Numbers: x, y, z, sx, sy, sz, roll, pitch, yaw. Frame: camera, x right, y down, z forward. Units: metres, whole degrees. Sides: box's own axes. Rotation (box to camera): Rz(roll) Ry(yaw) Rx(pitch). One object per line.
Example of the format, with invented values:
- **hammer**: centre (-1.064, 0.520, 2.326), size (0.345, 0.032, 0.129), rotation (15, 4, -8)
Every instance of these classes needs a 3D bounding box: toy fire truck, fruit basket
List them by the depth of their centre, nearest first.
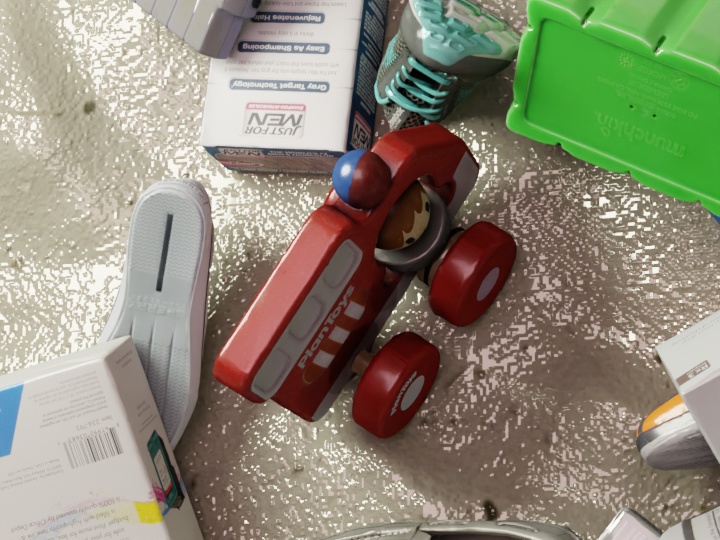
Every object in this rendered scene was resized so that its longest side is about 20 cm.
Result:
- **fruit basket**: centre (0.204, -0.143, 1.164), size (0.215, 0.156, 0.216), rotation (5, 39, -4)
- **toy fire truck**: centre (0.000, 0.000, 1.194), size (0.112, 0.168, 0.200), rotation (33, 87, 20)

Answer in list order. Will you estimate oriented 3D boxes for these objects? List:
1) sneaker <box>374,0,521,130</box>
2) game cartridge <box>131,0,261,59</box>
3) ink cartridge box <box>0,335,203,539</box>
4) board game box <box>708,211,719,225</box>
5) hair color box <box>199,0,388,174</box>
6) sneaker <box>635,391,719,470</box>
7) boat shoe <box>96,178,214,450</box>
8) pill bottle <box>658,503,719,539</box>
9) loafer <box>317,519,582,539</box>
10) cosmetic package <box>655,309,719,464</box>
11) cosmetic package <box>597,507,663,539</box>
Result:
- **sneaker**: centre (0.047, -0.121, 1.211), size (0.077, 0.200, 0.091), rotation (30, 99, 1)
- **game cartridge**: centre (-0.084, -0.247, 1.273), size (0.130, 0.038, 0.200), rotation (38, 110, 39)
- **ink cartridge box**: centre (-0.167, 0.155, 1.233), size (0.116, 0.067, 0.201), rotation (-17, 97, 11)
- **board game box**: centre (0.225, -0.141, 1.235), size (0.152, 0.045, 0.200), rotation (-38, 71, 4)
- **hair color box**: centre (-0.037, -0.166, 1.303), size (0.100, 0.061, 0.201), rotation (3, 77, 16)
- **sneaker**: centre (0.237, 0.033, 1.181), size (0.200, 0.078, 0.112), rotation (-28, 63, 1)
- **boat shoe**: centre (-0.124, 0.038, 1.274), size (0.073, 0.067, 0.201), rotation (19, 104, 6)
- **pill bottle**: centre (0.217, 0.163, 1.014), size (0.200, 0.111, 0.111), rotation (-26, 71, 11)
- **loafer**: centre (0.035, 0.178, 1.193), size (0.199, 0.070, 0.070), rotation (-10, 74, 12)
- **cosmetic package**: centre (0.258, 0.105, 1.096), size (0.113, 0.081, 0.200), rotation (-29, 104, 6)
- **cosmetic package**: centre (0.206, 0.228, 1.117), size (0.200, 0.107, 0.090), rotation (36, 88, 18)
